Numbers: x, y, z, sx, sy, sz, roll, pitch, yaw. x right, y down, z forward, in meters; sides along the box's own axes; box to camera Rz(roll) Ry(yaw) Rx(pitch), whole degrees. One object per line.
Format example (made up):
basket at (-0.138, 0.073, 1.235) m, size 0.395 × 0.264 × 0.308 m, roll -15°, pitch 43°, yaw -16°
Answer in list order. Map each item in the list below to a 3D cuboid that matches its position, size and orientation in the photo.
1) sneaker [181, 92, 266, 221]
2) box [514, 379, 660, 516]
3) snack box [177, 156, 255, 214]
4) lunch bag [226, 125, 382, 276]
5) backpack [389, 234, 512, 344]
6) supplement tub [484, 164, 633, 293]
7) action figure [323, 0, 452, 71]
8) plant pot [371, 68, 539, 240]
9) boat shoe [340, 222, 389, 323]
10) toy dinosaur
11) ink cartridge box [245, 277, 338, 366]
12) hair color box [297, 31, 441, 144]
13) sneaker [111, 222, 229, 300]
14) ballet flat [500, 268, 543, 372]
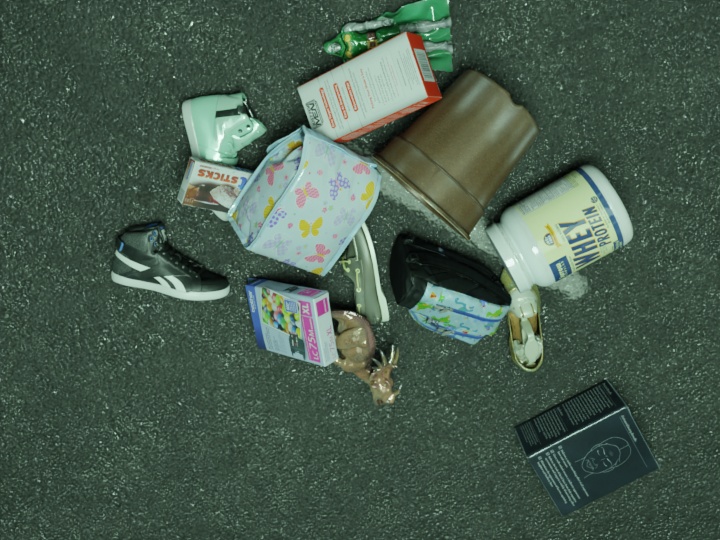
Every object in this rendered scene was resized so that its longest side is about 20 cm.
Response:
sneaker at (-0.202, -0.182, 1.169) m, size 0.118 × 0.074 × 0.201 m, roll -10°, pitch 106°, yaw 9°
box at (0.410, 0.323, 1.341) m, size 0.199 × 0.107 × 0.149 m, roll -29°, pitch 106°, yaw 9°
snack box at (-0.187, -0.124, 1.165) m, size 0.199 × 0.024 × 0.072 m, roll 8°, pitch 111°, yaw -40°
lunch bag at (-0.081, -0.114, 1.146) m, size 0.169 × 0.127 × 0.200 m, roll 18°, pitch 117°, yaw -42°
backpack at (0.152, 0.036, 1.223) m, size 0.199 × 0.163 × 0.154 m, roll 7°, pitch 117°, yaw -11°
supplement tub at (0.318, -0.064, 1.189) m, size 0.199 × 0.145 × 0.145 m, roll -30°, pitch 107°, yaw 8°
action figure at (0.042, -0.354, 1.136) m, size 0.199 × 0.055 × 0.119 m, roll -6°, pitch 111°, yaw 5°
plant pot at (0.155, -0.185, 1.128) m, size 0.200 × 0.200 × 0.198 m, roll 40°, pitch 96°, yaw -13°
boat shoe at (0.000, 0.001, 1.240) m, size 0.060 × 0.072 × 0.203 m, roll -14°, pitch 112°, yaw -2°
toy dinosaur at (-0.001, 0.125, 1.233) m, size 0.135 × 0.086 × 0.201 m, roll 1°, pitch 125°, yaw 32°
ink cartridge box at (-0.126, 0.081, 1.216) m, size 0.042 × 0.199 × 0.120 m, roll -25°, pitch 115°, yaw -41°
hair color box at (0.012, -0.268, 1.106) m, size 0.199 × 0.061 × 0.102 m, roll -18°, pitch 92°, yaw 29°
sneaker at (-0.314, -0.020, 1.222) m, size 0.199 × 0.073 × 0.112 m, roll 9°, pitch 109°, yaw -3°
ballet flat at (0.287, 0.087, 1.280) m, size 0.070 × 0.071 × 0.201 m, roll -10°, pitch 108°, yaw 2°
